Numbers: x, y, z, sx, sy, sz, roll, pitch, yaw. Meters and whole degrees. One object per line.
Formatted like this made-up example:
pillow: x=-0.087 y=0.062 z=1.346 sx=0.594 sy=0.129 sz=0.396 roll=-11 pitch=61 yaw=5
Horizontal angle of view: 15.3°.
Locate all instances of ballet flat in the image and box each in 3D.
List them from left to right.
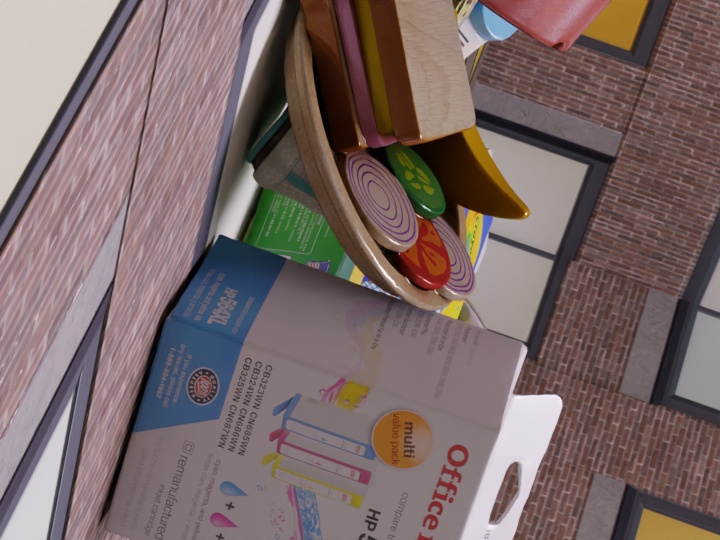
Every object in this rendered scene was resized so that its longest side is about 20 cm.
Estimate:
ballet flat: x=-0.012 y=-0.085 z=1.487 sx=0.067 sy=0.062 sz=0.200 roll=-50 pitch=-173 yaw=32

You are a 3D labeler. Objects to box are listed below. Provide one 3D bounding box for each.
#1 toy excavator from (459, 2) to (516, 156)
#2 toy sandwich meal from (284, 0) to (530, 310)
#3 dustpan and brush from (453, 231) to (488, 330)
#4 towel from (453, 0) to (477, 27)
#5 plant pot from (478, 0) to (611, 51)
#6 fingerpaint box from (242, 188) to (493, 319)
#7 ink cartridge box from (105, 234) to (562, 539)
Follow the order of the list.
toy excavator: x=0.065 y=-0.170 z=1.739 sx=0.200 sy=0.100 sz=0.195 roll=-43 pitch=119 yaw=-35
toy sandwich meal: x=0.027 y=-0.080 z=1.403 sx=0.205 sy=0.070 sz=0.205 roll=49 pitch=31 yaw=-43
dustpan and brush: x=0.042 y=-0.005 z=1.729 sx=0.200 sy=0.140 sz=0.057 roll=60 pitch=-6 yaw=37
towel: x=0.076 y=-0.243 z=1.669 sx=0.018 sy=0.086 sz=0.200 roll=20 pitch=106 yaw=-49
plant pot: x=0.116 y=-0.246 z=1.539 sx=0.195 sy=0.201 sz=0.201 roll=-52 pitch=180 yaw=11
fingerpaint box: x=0.000 y=0.000 z=1.602 sx=0.200 sy=0.073 sz=0.167 roll=-69 pitch=151 yaw=-28
ink cartridge box: x=-0.008 y=0.089 z=1.376 sx=0.125 sy=0.200 sz=0.129 roll=-63 pitch=171 yaw=-69
